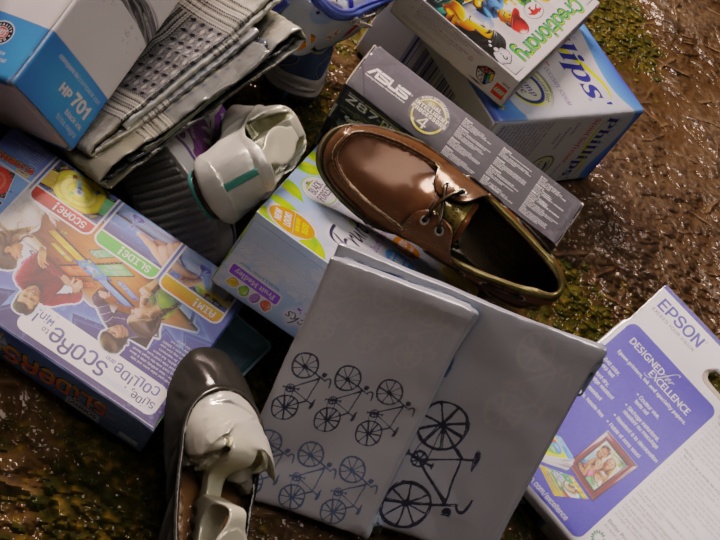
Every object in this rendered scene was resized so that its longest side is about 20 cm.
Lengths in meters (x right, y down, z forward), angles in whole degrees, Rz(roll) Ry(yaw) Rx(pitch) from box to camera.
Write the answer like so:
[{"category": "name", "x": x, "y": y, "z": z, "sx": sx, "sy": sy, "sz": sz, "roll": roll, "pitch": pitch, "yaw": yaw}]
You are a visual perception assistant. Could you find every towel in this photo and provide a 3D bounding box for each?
[{"category": "towel", "x": -0.166, "y": -0.168, "z": 0.906, "sx": 0.192, "sy": 0.035, "sz": 0.200, "roll": -40, "pitch": 56, "yaw": -17}]

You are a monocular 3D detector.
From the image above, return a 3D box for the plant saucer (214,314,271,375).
[{"category": "plant saucer", "x": -0.157, "y": 0.010, "z": 0.879, "sx": 0.200, "sy": 0.019, "sz": 0.070, "roll": 40, "pitch": 44, "yaw": 3}]

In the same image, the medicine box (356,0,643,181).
[{"category": "medicine box", "x": 0.130, "y": -0.179, "z": 1.167, "sx": 0.199, "sy": 0.103, "sz": 0.183, "roll": -10, "pitch": 61, "yaw": -38}]

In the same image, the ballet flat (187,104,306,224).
[{"category": "ballet flat", "x": -0.070, "y": -0.086, "z": 0.898, "sx": 0.069, "sy": 0.070, "sz": 0.200, "roll": 32, "pitch": 19, "yaw": -6}]

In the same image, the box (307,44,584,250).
[{"category": "box", "x": 0.060, "y": -0.072, "z": 0.988, "sx": 0.200, "sy": 0.161, "sz": 0.049, "roll": 37, "pitch": 72, "yaw": 0}]

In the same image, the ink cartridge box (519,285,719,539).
[{"category": "ink cartridge box", "x": 0.224, "y": 0.147, "z": 0.936, "sx": 0.200, "sy": 0.047, "sz": 0.198, "roll": -37, "pitch": 76, "yaw": -18}]

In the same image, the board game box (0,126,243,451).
[{"category": "board game box", "x": -0.189, "y": 0.009, "z": 0.823, "sx": 0.200, "sy": 0.034, "sz": 0.136, "roll": 35, "pitch": 50, "yaw": -2}]

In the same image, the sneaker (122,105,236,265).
[{"category": "sneaker", "x": -0.126, "y": -0.091, "z": 0.942, "sx": 0.114, "sy": 0.073, "sz": 0.201, "roll": -13, "pitch": 59, "yaw": -44}]

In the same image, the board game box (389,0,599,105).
[{"category": "board game box", "x": 0.124, "y": -0.234, "z": 1.108, "sx": 0.126, "sy": 0.035, "sz": 0.200, "roll": 41, "pitch": 43, "yaw": 3}]

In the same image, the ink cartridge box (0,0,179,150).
[{"category": "ink cartridge box", "x": -0.213, "y": -0.201, "z": 0.867, "sx": 0.146, "sy": 0.086, "sz": 0.200, "roll": 22, "pitch": 70, "yaw": 30}]

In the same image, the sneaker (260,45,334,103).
[{"category": "sneaker", "x": -0.047, "y": -0.240, "z": 1.120, "sx": 0.075, "sy": 0.077, "sz": 0.201, "roll": 12, "pitch": 47, "yaw": -23}]

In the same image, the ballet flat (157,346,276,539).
[{"category": "ballet flat", "x": -0.084, "y": 0.136, "z": 0.750, "sx": 0.068, "sy": 0.068, "sz": 0.201, "roll": 18, "pitch": 62, "yaw": -32}]

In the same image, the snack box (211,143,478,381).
[{"category": "snack box", "x": 0.000, "y": 0.000, "z": 0.910, "sx": 0.168, "sy": 0.068, "sz": 0.200, "roll": 36, "pitch": 20, "yaw": -2}]

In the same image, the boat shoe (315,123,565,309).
[{"category": "boat shoe", "x": 0.062, "y": -0.042, "z": 0.876, "sx": 0.199, "sy": 0.068, "sz": 0.072, "roll": 30, "pitch": 87, "yaw": -14}]

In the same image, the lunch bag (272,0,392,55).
[{"category": "lunch bag", "x": -0.056, "y": -0.268, "z": 0.988, "sx": 0.200, "sy": 0.075, "sz": 0.160, "roll": 56, "pitch": 31, "yaw": -2}]

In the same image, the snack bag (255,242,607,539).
[{"category": "snack bag", "x": 0.037, "y": 0.098, "z": 0.815, "sx": 0.199, "sy": 0.189, "sz": 0.021, "roll": 21, "pitch": 19, "yaw": -13}]
